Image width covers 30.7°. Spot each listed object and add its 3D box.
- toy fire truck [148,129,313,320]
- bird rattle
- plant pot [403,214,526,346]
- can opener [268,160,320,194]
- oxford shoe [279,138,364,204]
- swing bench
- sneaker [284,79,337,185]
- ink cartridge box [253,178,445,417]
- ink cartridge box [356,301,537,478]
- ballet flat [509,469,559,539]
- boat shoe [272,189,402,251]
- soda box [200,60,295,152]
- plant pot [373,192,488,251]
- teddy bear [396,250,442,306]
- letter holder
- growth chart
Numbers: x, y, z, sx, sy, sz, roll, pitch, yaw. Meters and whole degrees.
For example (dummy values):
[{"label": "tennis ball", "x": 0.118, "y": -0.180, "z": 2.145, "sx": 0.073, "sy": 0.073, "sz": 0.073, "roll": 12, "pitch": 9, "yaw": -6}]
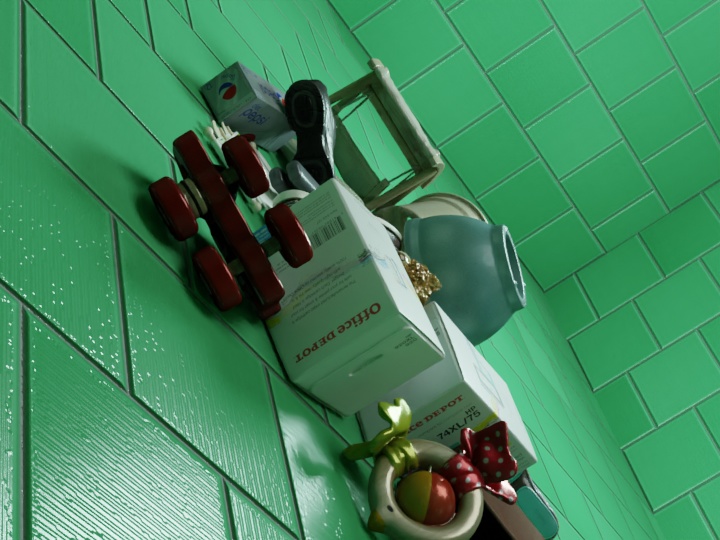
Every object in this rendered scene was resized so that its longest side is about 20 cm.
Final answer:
[{"label": "toy fire truck", "x": -0.140, "y": -0.044, "z": 1.374, "sx": 0.201, "sy": 0.111, "sz": 0.168, "roll": 58, "pitch": -12, "yaw": 2}, {"label": "bird rattle", "x": 0.077, "y": 0.233, "z": 1.423, "sx": 0.198, "sy": 0.113, "sz": 0.164, "roll": 23, "pitch": 50, "yaw": -13}, {"label": "plant pot", "x": 0.154, "y": 0.010, "z": 1.823, "sx": 0.200, "sy": 0.133, "sz": 0.203, "roll": -14, "pitch": 90, "yaw": -76}, {"label": "can opener", "x": -0.066, "y": -0.086, "z": 1.806, "sx": 0.200, "sy": 0.052, "sz": 0.067, "roll": 52, "pitch": 21, "yaw": -58}, {"label": "oxford shoe", "x": -0.076, "y": -0.142, "z": 1.989, "sx": 0.200, "sy": 0.058, "sz": 0.075, "roll": 46, "pitch": 13, "yaw": 23}, {"label": "swing bench", "x": 0.011, "y": -0.200, "z": 2.128, "sx": 0.200, "sy": 0.199, "sz": 0.130, "roll": 59, "pitch": 12, "yaw": 9}, {"label": "sneaker", "x": -0.062, "y": -0.179, "z": 1.893, "sx": 0.091, "sy": 0.075, "sz": 0.202, "roll": -47, "pitch": 141, "yaw": -66}, {"label": "ink cartridge box", "x": -0.023, "y": 0.035, "z": 1.501, "sx": 0.145, "sy": 0.146, "sz": 0.201, "roll": 41, "pitch": 20, "yaw": -55}, {"label": "ink cartridge box", "x": 0.098, "y": 0.175, "z": 1.639, "sx": 0.200, "sy": 0.146, "sz": 0.147, "roll": 47, "pitch": 16, "yaw": -39}, {"label": "ballet flat", "x": 0.233, "y": 0.332, "z": 2.029, "sx": 0.202, "sy": 0.072, "sz": 0.072, "roll": 59, "pitch": 12, "yaw": 6}, {"label": "boat shoe", "x": -0.028, "y": -0.045, "z": 1.736, "sx": 0.199, "sy": 0.072, "sz": 0.060, "roll": 21, "pitch": 47, "yaw": -31}, {"label": "soda box", "x": -0.149, "y": -0.229, "z": 1.863, "sx": 0.064, "sy": 0.068, "sz": 0.200, "roll": 60, "pitch": 11, "yaw": 15}, {"label": "plant pot", "x": 0.091, "y": -0.033, "z": 2.113, "sx": 0.202, "sy": 0.200, "sz": 0.183, "roll": 61, "pitch": 23, "yaw": 16}, {"label": "teddy bear", "x": 0.013, "y": 0.006, "z": 1.669, "sx": 0.200, "sy": 0.143, "sz": 0.068, "roll": -174, "pitch": -88, "yaw": -71}, {"label": "letter holder", "x": 0.143, "y": 0.331, "z": 1.539, "sx": 0.200, "sy": 0.100, "sz": 0.143, "roll": 51, "pitch": 15, "yaw": -30}, {"label": "growth chart", "x": -0.145, "y": -0.134, "z": 1.757, "sx": 0.146, "sy": 0.018, "sz": 0.200, "roll": 59, "pitch": 11, "yaw": 6}]
